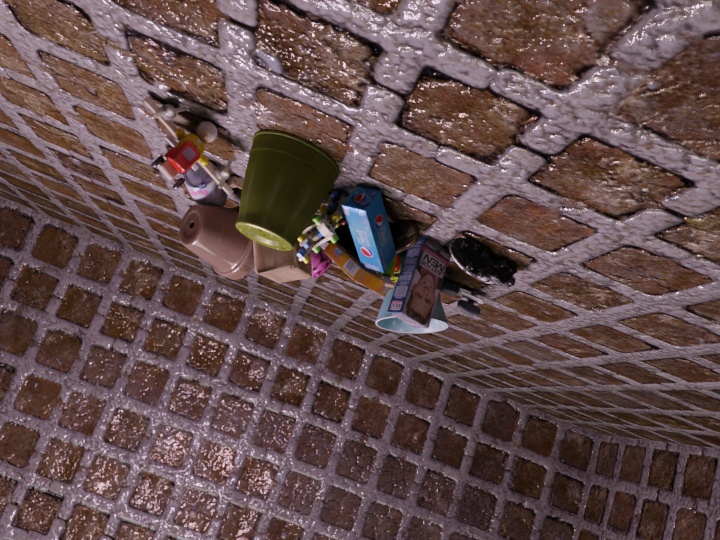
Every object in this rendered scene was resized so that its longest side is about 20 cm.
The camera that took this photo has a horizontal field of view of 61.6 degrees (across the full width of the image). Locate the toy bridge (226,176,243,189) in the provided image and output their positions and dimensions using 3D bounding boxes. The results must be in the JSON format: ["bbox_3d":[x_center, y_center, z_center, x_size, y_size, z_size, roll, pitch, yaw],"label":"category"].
[{"bbox_3d":[-0.256,-0.190,1.594,0.199,0.028,0.067,31,162,-38],"label":"toy bridge"}]

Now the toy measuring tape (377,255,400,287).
[{"bbox_3d":[0.070,-0.014,1.506,0.073,0.075,0.200,22,-169,-7],"label":"toy measuring tape"}]

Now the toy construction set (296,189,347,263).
[{"bbox_3d":[-0.090,-0.117,1.375,0.130,0.202,0.092,-35,125,25],"label":"toy construction set"}]

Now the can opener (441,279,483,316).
[{"bbox_3d":[0.264,0.065,1.741,0.197,0.067,0.053,26,165,2],"label":"can opener"}]

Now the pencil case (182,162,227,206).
[{"bbox_3d":[-0.405,-0.221,1.584,0.089,0.084,0.200,-22,169,-10],"label":"pencil case"}]

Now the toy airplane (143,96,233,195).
[{"bbox_3d":[-0.362,-0.266,1.297,0.200,0.141,0.200,56,-170,22],"label":"toy airplane"}]

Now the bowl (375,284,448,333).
[{"bbox_3d":[0.142,0.099,1.647,0.197,0.107,0.201,3,161,1],"label":"bowl"}]

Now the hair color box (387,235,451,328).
[{"bbox_3d":[0.146,0.029,1.476,0.099,0.203,0.060,28,164,-32],"label":"hair color box"}]

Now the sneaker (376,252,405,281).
[{"bbox_3d":[0.125,-0.015,1.624,0.196,0.085,0.075,-1,143,11],"label":"sneaker"}]

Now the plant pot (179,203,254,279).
[{"bbox_3d":[-0.378,-0.092,1.600,0.198,0.204,0.173,7,171,42],"label":"plant pot"}]

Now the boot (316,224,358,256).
[{"bbox_3d":[-0.055,-0.078,1.615,0.209,0.081,0.157,28,164,-28],"label":"boot"}]

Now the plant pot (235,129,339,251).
[{"bbox_3d":[-0.169,-0.153,1.265,0.197,0.196,0.201,19,166,5],"label":"plant pot"}]

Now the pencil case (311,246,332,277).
[{"bbox_3d":[-0.173,-0.061,1.723,0.199,0.090,0.094,41,133,15],"label":"pencil case"}]

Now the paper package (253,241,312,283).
[{"bbox_3d":[-0.188,-0.083,1.454,0.102,0.204,0.191,-7,170,7],"label":"paper package"}]

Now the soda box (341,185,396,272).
[{"bbox_3d":[0.023,-0.090,1.356,0.063,0.068,0.202,17,146,28],"label":"soda box"}]

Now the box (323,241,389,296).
[{"bbox_3d":[0.000,0.000,1.520,0.119,0.042,0.199,43,-172,31],"label":"box"}]

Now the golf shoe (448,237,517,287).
[{"bbox_3d":[0.270,-0.012,1.410,0.198,0.079,0.094,29,164,-24],"label":"golf shoe"}]

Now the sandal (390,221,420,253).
[{"bbox_3d":[0.085,-0.078,1.470,0.054,0.083,0.199,3,171,-35],"label":"sandal"}]
